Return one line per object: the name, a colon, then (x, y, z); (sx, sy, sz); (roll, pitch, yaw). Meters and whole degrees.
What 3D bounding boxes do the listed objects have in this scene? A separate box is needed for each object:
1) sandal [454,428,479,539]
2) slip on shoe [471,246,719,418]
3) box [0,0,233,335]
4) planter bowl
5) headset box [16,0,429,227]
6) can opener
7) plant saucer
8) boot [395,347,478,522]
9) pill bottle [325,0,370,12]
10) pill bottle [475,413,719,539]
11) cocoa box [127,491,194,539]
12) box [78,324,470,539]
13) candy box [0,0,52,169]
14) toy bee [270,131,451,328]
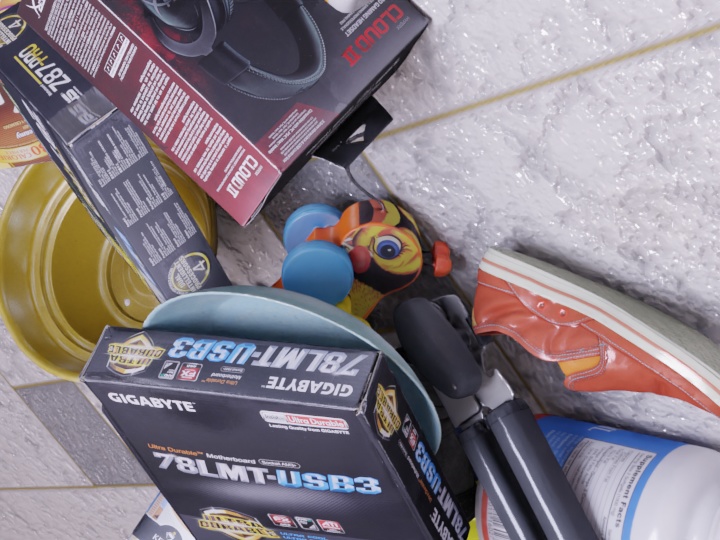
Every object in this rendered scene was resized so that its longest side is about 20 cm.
sandal: (0.028, 0.117, 1.131); (0.200, 0.087, 0.080); (41, 128, 11)
slip on shoe: (0.149, 0.047, 0.912); (0.199, 0.074, 0.062); (26, 101, 33)
box: (-0.159, -0.060, 0.990); (0.161, 0.049, 0.201); (41, 164, 43)
planter bowl: (-0.176, -0.011, 1.164); (0.199, 0.202, 0.083); (24, 180, 27)
headset box: (-0.070, -0.137, 0.873); (0.200, 0.149, 0.077); (43, 149, 1)
can opener: (0.077, 0.107, 0.955); (0.053, 0.066, 0.201); (-40, 69, 37)
plant saucer: (-0.039, 0.062, 0.958); (0.199, 0.039, 0.202); (15, 146, 10)
boot: (-0.011, 0.121, 1.074); (0.198, 0.068, 0.132); (-14, 96, 28)
pill bottle: (-0.043, -0.235, 0.761); (0.200, 0.112, 0.112); (43, 149, 0)
pill bottle: (0.181, 0.163, 0.990); (0.199, 0.112, 0.113); (9, 136, 42)
cocoa box: (-0.092, 0.262, 1.356); (0.199, 0.132, 0.133); (35, 180, 13)
box: (-0.049, 0.118, 0.965); (0.198, 0.050, 0.199); (4, 143, 25)
candy box: (-0.252, -0.166, 1.076); (0.115, 0.057, 0.201); (-7, 136, 20)
toy bee: (0.000, 0.000, 1.003); (0.108, 0.132, 0.200); (21, 139, -12)
